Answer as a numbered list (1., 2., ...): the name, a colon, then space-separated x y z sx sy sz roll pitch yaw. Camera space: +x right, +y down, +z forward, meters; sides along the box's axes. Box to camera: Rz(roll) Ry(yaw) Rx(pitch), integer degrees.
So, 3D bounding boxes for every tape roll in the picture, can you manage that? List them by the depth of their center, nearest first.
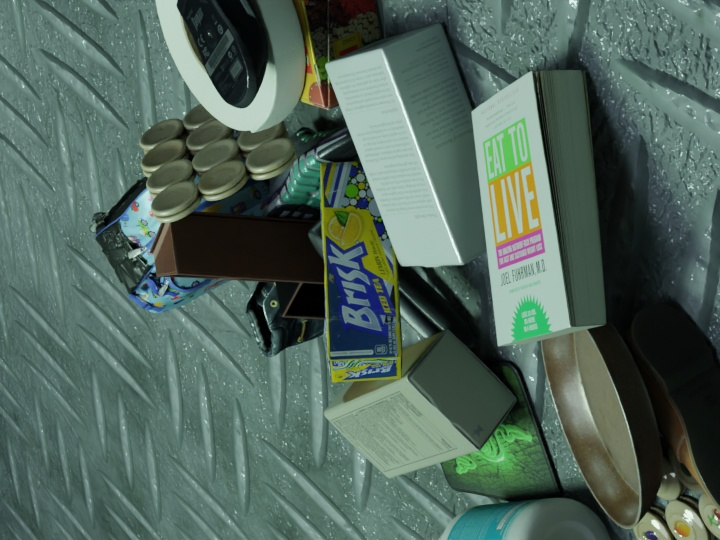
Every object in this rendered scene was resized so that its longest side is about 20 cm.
1. tape roll: -0.124 -0.228 1.449 0.203 0.037 0.203 37 141 38

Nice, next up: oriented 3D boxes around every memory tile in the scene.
1. memory tile: 0.269 0.197 1.340 0.200 0.017 0.153 61 152 3
2. memory tile: -0.145 -0.120 1.550 0.200 0.153 0.017 -112 -4 -58

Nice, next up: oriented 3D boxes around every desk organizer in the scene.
1. desk organizer: -0.103 -0.004 1.565 0.072 0.199 0.077 120 146 -48

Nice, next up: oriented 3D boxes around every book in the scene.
1. book: 0.140 -0.046 1.254 0.134 0.048 0.201 156 109 -66

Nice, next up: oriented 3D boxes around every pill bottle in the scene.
1. pill bottle: 0.147 0.280 1.511 0.200 0.111 0.111 -21 96 61

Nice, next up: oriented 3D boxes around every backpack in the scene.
1. backpack: -0.172 -0.057 1.686 0.135 0.182 0.200 61 147 4

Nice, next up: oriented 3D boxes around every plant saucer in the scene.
1. plant saucer: 0.201 0.112 1.288 0.200 0.034 0.201 163 90 -80

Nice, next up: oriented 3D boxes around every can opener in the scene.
1. can opener: 0.036 0.016 1.531 0.200 0.079 0.063 44 156 8

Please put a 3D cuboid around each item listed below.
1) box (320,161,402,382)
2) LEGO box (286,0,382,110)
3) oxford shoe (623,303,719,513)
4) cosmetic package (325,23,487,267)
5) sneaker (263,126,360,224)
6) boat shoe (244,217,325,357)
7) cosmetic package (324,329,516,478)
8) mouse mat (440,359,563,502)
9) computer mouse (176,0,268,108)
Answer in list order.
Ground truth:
1. box: 0.000 0.000 1.456 0.064 0.070 0.201 87 180 -66
2. LEGO box: -0.073 -0.248 1.468 0.200 0.077 0.149 24 133 49
3. oxford shoe: 0.271 0.125 1.235 0.200 0.071 0.071 64 160 20
4. cosmetic package: 0.054 -0.108 1.383 0.101 0.071 0.201 -1 113 58
5. sneaker: -0.042 -0.119 1.541 0.200 0.074 0.088 -36 54 49
6. boat shoe: -0.078 0.000 1.668 0.071 0.091 0.201 30 137 44
7. cosmetic package: 0.056 0.135 1.543 0.105 0.071 0.200 46 152 -9
8. mouse mat: 0.120 0.160 1.565 0.200 0.008 0.161 0 114 60
9. computer mouse: -0.116 -0.250 1.346 0.200 0.046 0.140 60 146 16
